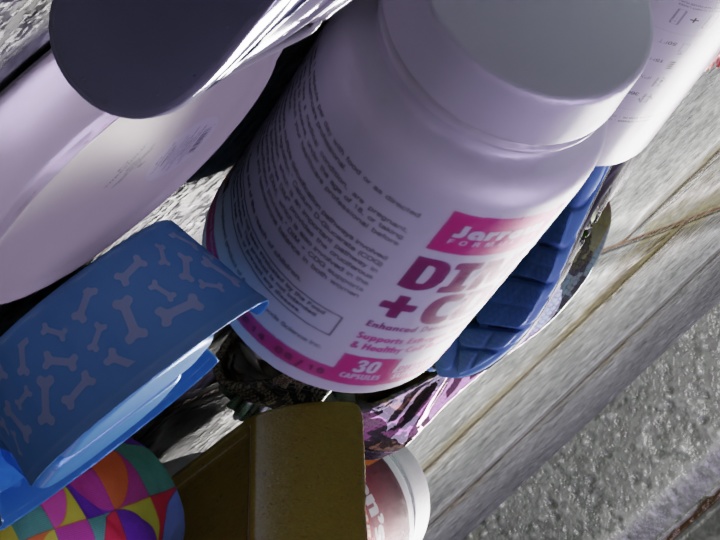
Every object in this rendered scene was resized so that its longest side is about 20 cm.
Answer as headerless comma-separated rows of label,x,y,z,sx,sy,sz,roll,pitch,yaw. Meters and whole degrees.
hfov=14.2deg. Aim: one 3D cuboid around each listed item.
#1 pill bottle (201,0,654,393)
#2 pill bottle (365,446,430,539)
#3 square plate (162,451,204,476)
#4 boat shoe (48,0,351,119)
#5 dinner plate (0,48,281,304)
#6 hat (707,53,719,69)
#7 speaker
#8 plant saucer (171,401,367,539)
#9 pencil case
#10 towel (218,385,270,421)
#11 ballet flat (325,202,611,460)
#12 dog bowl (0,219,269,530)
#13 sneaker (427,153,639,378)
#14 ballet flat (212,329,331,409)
pill bottle,0.024,-0.048,1.091,0.113,0.113,0.200,-34,168,-38
pill bottle,-0.035,0.143,1.563,0.110,0.110,0.200,-45,172,19
square plate,-0.171,0.167,1.538,0.198,0.028,0.200,-45,170,17
boat shoe,-0.006,-0.120,0.821,0.200,0.074,0.065,-34,178,22
dinner plate,-0.085,-0.040,0.971,0.200,0.024,0.200,-40,171,-7
hat,0.270,-0.169,1.633,0.176,0.165,0.201,19,80,-42
speaker,0.130,-0.124,1.269,0.081,0.081,0.200,-36,169,-29
plant saucer,-0.086,0.159,1.372,0.200,0.048,0.200,-38,-154,19
pencil case,-0.149,0.125,1.276,0.088,0.088,0.200,-45,171,19
towel,0.017,-0.008,1.518,0.200,0.031,0.149,-51,169,33
ballet flat,0.053,0.018,1.527,0.200,0.069,0.071,-43,151,-3
dog bowl,-0.103,0.039,1.105,0.111,0.050,0.200,-37,177,-21
sneaker,0.094,-0.030,1.442,0.200,0.071,0.083,-59,156,1
ballet flat,0.000,0.000,1.387,0.075,0.068,0.200,7,136,-50
